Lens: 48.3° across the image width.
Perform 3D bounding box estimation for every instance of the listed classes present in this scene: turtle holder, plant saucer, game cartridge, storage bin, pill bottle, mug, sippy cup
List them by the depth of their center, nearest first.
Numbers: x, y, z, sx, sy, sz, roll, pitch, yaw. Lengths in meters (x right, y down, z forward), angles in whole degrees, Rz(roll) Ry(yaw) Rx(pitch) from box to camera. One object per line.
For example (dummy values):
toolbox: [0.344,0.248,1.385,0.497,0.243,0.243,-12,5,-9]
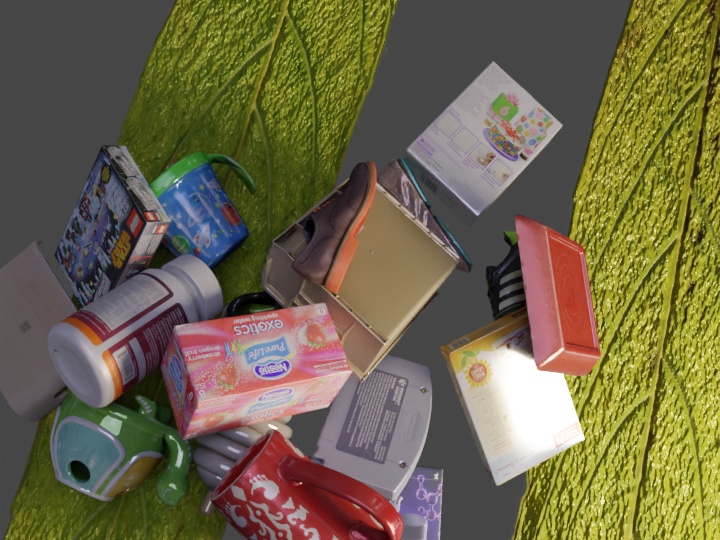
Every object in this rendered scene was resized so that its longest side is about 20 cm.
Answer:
mug: [-0.051,0.275,0.918,0.200,0.134,0.178,45,102,-4]
pill bottle: [-0.267,0.067,0.977,0.110,0.110,0.199,46,48,7]
turtle holder: [-0.303,0.222,1.021,0.184,0.141,0.134,30,74,-18]
game cartridge: [0.023,0.197,1.050,0.131,0.041,0.202,14,47,10]
storage bin: [0.000,0.000,1.075,0.198,0.094,0.200,42,51,7]
plant saucer: [0.273,0.035,1.080,0.036,0.198,0.204,-14,74,31]
sippy cup: [-0.227,-0.068,1.103,0.177,0.140,0.131,-40,92,15]

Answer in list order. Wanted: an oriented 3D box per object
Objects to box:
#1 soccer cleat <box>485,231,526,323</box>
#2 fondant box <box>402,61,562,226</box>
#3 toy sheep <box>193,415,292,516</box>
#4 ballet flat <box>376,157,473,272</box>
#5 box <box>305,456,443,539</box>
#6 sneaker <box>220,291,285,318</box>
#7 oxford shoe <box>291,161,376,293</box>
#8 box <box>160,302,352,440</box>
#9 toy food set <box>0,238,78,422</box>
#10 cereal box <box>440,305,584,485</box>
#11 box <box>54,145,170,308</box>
soccer cleat: [0.209,0.040,1.141,0.080,0.068,0.203,15,74,18]
fondant box: [0.179,-0.188,1.192,0.144,0.058,0.200,43,78,7]
toy sheep: [-0.152,0.216,1.029,0.136,0.138,0.203,20,76,1]
ballet flat: [0.085,-0.067,1.160,0.067,0.068,0.202,-34,75,8]
box: [0.003,0.321,1.045,0.196,0.079,0.144,5,73,-3]
sneaker: [-0.095,0.072,1.092,0.196,0.088,0.075,10,75,-2]
oxford shoe: [-0.029,-0.069,1.005,0.071,0.072,0.202,21,52,-3]
box: [-0.124,0.117,0.954,0.197,0.095,0.104,-7,58,-30]
toy food set: [-0.440,0.079,1.088,0.143,0.060,0.201,-37,80,0]
cereal box: [0.206,0.167,1.078,0.142,0.039,0.203,-23,104,-9]
box: [-0.328,-0.041,1.047,0.040,0.201,0.138,-8,52,-48]
